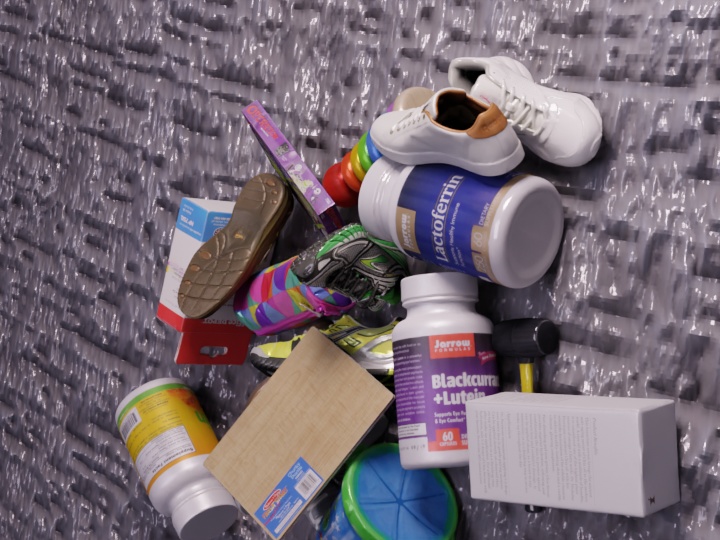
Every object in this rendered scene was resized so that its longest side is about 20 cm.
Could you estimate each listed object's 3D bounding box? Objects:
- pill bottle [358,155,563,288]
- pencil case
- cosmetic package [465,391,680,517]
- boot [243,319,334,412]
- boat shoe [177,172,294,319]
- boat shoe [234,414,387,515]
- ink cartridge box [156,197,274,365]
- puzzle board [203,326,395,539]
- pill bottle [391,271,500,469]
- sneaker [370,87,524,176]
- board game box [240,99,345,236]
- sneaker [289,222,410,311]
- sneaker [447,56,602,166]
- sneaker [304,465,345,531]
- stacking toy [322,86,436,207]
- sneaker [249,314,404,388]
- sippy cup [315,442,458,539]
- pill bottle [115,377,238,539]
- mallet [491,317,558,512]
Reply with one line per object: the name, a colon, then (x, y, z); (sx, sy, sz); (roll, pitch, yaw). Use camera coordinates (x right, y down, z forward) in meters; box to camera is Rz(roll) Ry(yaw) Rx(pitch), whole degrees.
pill bottle: (0.101, -0.058, 1.525); (0.200, 0.116, 0.116); (17, 100, 39)
pencil case: (-0.076, 0.027, 1.738); (0.200, 0.088, 0.089); (-21, 72, 59)
cosmetic package: (0.203, 0.174, 1.420); (0.200, 0.071, 0.102); (0, 95, 41)
boot: (-0.076, 0.155, 1.768); (0.076, 0.073, 0.200); (52, 122, 25)
boat shoe: (-0.144, -0.021, 1.781); (0.072, 0.068, 0.200); (33, 87, 29)
boat shoe: (-0.065, 0.206, 1.672); (0.064, 0.200, 0.071); (45, 155, 35)
ink cartridge box: (-0.184, 0.015, 1.858); (0.067, 0.116, 0.201); (27, 107, 47)
puzzle board: (-0.068, 0.177, 1.600); (0.200, 0.017, 0.151); (-52, 50, 0)
pill bottle: (0.090, 0.106, 1.546); (0.111, 0.111, 0.201); (-13, 78, 47)
sneaker: (0.079, -0.155, 1.486); (0.200, 0.073, 0.085); (13, 140, 46)
board game box: (-0.070, -0.103, 1.746); (0.032, 0.120, 0.200); (-36, 55, -1)
sneaker: (0.000, 0.000, 1.599); (0.078, 0.200, 0.085); (-34, 73, 30)
sneaker: (0.159, -0.163, 1.496); (0.200, 0.099, 0.078); (36, 113, 44)
sneaker: (-0.055, 0.266, 1.745); (0.200, 0.075, 0.116); (58, 152, 19)
stacking toy: (0.024, -0.127, 1.670); (0.200, 0.085, 0.086); (-37, 61, 48)
sneaker: (-0.029, 0.093, 1.683); (0.199, 0.075, 0.077); (0, 70, 15)
sippy cup: (0.018, 0.278, 1.607); (0.130, 0.139, 0.178); (-51, 45, 43)
pill bottle: (-0.234, 0.248, 1.902); (0.111, 0.111, 0.200); (-54, 51, 31)
mallet: (0.166, 0.147, 1.517); (0.066, 0.041, 0.201); (7, 96, 47)
